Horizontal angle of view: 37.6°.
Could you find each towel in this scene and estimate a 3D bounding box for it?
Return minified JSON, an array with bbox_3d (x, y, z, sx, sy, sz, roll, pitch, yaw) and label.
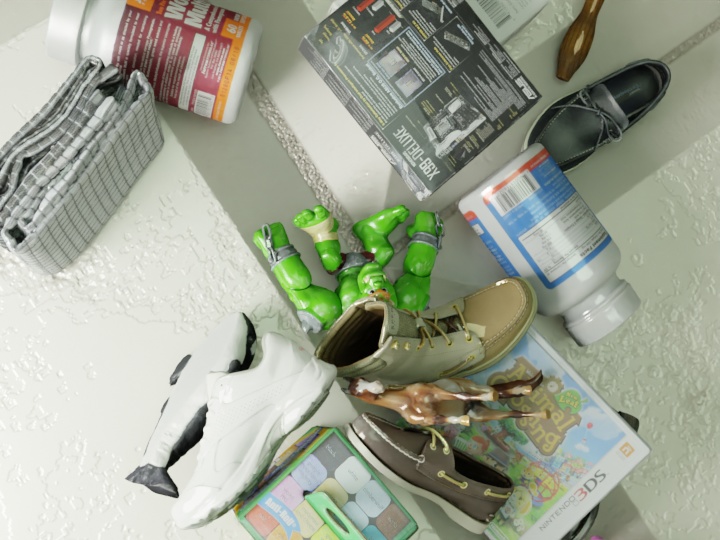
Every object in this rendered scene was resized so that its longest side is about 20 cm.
[{"bbox_3d":[-0.278,-0.101,1.009,0.085,0.166,0.201,34,78,1],"label":"towel"}]

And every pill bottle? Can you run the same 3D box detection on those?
[{"bbox_3d":[0.203,-0.023,1.114,0.112,0.112,0.201,-37,91,-12],"label":"pill bottle"},{"bbox_3d":[-0.206,-0.228,1.064,0.198,0.110,0.111,17,80,-8],"label":"pill bottle"}]

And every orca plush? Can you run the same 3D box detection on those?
[{"bbox_3d":[-0.144,0.140,1.037,0.071,0.104,0.201,46,40,-28],"label":"orca plush"}]

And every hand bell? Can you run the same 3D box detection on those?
[{"bbox_3d":[0.264,-0.308,1.186,0.103,0.104,0.202,23,93,-7],"label":"hand bell"}]

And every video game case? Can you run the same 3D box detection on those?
[{"bbox_3d":[0.160,0.171,1.077,0.182,0.022,0.200,-45,78,7],"label":"video game case"}]

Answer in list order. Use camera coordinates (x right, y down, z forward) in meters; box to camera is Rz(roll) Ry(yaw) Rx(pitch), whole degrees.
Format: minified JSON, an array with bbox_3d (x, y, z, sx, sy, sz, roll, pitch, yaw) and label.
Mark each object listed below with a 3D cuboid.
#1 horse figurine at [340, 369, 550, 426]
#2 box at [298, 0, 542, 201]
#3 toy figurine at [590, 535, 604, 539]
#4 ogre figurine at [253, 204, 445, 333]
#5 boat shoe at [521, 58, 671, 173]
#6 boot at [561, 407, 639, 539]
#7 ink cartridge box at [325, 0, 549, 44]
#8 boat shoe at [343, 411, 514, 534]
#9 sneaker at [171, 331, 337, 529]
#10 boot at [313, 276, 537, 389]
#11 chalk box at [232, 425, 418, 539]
[{"bbox_3d":[0.094,0.123,1.004,0.199,0.132,0.051,1,87,-48],"label":"horse figurine"},{"bbox_3d":[0.060,-0.197,1.055,0.157,0.050,0.200,-41,93,-12],"label":"box"},{"bbox_3d":[0.224,0.343,1.063,0.184,0.149,0.201,-46,116,-24],"label":"toy figurine"},{"bbox_3d":[0.000,0.000,1.086,0.198,0.098,0.121,2,67,-38],"label":"ogre figurine"},{"bbox_3d":[0.262,-0.173,1.168,0.199,0.062,0.075,-33,92,-11],"label":"boat shoe"},{"bbox_3d":[0.180,0.187,1.115,0.173,0.069,0.201,29,83,3],"label":"boot"},{"bbox_3d":[0.078,-0.274,1.134,0.200,0.083,0.146,-40,92,-13],"label":"ink cartridge box"},{"bbox_3d":[0.068,0.182,1.008,0.199,0.072,0.060,37,101,-28],"label":"boat shoe"},{"bbox_3d":[-0.114,0.142,0.968,0.099,0.078,0.200,38,81,9],"label":"sneaker"},{"bbox_3d":[0.065,0.057,1.025,0.199,0.154,0.073,-34,58,17],"label":"boot"},{"bbox_3d":[-0.036,0.232,0.993,0.124,0.200,0.125,-41,90,-11],"label":"chalk box"}]
